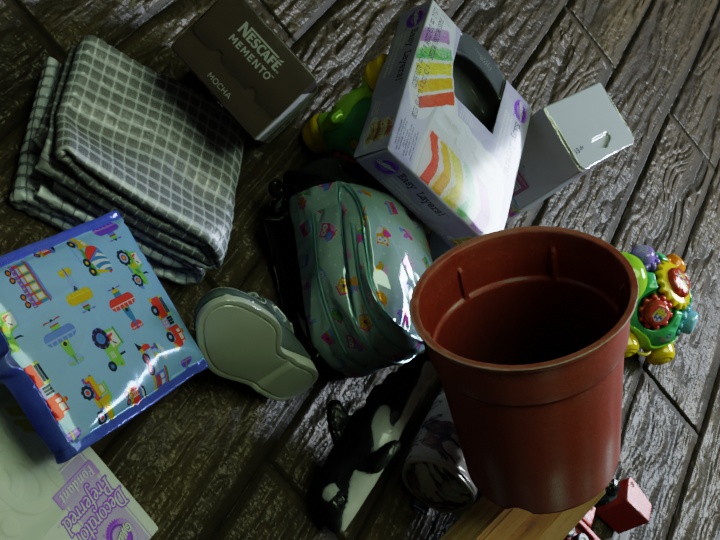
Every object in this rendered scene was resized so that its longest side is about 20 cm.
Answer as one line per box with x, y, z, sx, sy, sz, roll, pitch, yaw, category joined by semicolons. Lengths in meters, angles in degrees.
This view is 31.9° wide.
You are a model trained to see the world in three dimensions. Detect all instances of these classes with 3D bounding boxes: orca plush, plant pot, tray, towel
0.005;0.137;1.164;0.071;0.202;0.105;33;1;-4;orca plush
0.155;0.099;1.140;0.202;0.198;0.198;-57;145;-46;plant pot
0.165;0.243;1.245;0.199;0.037;0.100;-40;127;-30;tray
-0.199;-0.102;1.130;0.198;0.085;0.168;29;48;-30;towel

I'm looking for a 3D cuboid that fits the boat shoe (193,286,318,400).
-0.099;0.056;1.111;0.062;0.072;0.200;62;7;30;boat shoe

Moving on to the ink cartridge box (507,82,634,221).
0.194;-0.120;1.445;0.144;0.199;0.085;-28;87;-49;ink cartridge box

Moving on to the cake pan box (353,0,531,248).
0.090;-0.142;1.271;0.184;0.052;0.202;42;52;-34;cake pan box

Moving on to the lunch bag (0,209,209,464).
-0.220;0.053;0.959;0.152;0.093;0.200;59;17;0;lunch bag

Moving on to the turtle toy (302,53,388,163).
0.043;-0.140;1.343;0.198;0.145;0.102;6;56;-43;turtle toy

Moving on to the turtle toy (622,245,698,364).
0.349;0.029;1.575;0.198;0.101;0.148;12;59;-40;turtle toy

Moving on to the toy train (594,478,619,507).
0.219;0.159;1.346;0.045;0.034;0.203;-24;91;-31;toy train

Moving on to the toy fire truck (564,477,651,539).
0.229;0.246;1.378;0.200;0.049;0.142;46;42;-14;toy fire truck

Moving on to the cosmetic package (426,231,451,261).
0.157;0.034;1.404;0.199;0.090;0.108;31;50;-33;cosmetic package

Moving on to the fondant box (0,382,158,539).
-0.263;0.169;0.926;0.201;0.058;0.144;52;41;-9;fondant box

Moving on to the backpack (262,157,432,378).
0.000;0.000;1.238;0.165;0.126;0.203;14;61;-43;backpack

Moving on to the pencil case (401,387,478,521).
0.110;0.160;1.289;0.090;0.077;0.201;61;38;-23;pencil case

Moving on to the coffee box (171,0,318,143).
-0.103;-0.189;1.194;0.113;0.080;0.200;48;3;-5;coffee box
